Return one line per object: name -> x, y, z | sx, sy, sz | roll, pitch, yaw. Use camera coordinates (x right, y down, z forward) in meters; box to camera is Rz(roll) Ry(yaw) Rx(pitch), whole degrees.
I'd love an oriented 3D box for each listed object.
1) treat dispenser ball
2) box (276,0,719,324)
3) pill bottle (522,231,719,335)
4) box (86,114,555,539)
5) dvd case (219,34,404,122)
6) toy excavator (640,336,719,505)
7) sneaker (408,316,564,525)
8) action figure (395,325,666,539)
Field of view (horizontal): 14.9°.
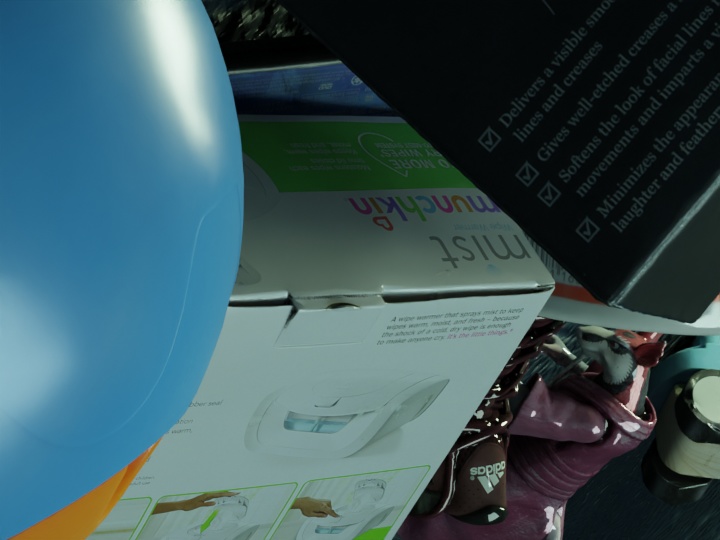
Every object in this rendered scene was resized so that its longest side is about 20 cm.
treat dispenser ball -> -0.125, -0.016, 0.603 | 0.201, 0.201, 0.201 | -41, 161, -17
box -> 0.067, -0.104, 0.849 | 0.148, 0.200, 0.107 | -49, 163, 11
pill bottle -> 0.112, -0.082, 1.032 | 0.112, 0.112, 0.200 | -9, 106, -62
box -> -0.064, 0.040, 0.943 | 0.200, 0.097, 0.177 | -2, 135, -39
dvd case -> -0.020, -0.008, 1.026 | 0.142, 0.018, 0.200 | -8, 136, -25
toy excavator -> 0.284, 0.054, 1.855 | 0.194, 0.200, 0.100 | 6, 144, -10
sneaker -> 0.063, 0.046, 1.184 | 0.076, 0.116, 0.200 | -2, 163, -41
action figure -> 0.097, 0.101, 1.464 | 0.200, 0.149, 0.134 | -41, 161, 32
